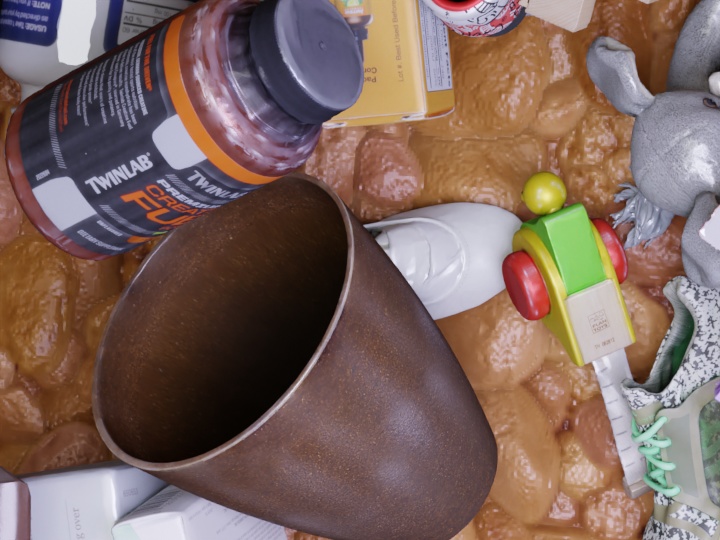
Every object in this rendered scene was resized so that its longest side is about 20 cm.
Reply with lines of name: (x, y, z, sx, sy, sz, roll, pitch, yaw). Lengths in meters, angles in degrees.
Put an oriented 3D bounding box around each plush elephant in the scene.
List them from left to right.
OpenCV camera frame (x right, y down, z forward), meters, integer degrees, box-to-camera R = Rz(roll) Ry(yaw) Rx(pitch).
plush elephant: (0.208, -0.076, 1.338, 0.200, 0.155, 0.165, -34, 81, 15)

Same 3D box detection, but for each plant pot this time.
plant pot: (-0.017, 0.075, 1.385, 0.187, 0.200, 0.187, -26, 44, 28)

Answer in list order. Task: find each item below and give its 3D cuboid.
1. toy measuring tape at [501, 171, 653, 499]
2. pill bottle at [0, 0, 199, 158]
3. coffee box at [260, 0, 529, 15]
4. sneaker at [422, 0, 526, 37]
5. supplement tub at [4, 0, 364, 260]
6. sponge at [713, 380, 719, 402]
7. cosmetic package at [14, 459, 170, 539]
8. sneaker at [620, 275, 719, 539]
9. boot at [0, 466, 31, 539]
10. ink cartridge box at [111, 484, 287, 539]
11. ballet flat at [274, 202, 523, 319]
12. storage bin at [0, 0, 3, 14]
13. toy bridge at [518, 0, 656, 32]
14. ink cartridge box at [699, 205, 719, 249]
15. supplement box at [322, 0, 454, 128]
toy measuring tape: (0.130, 0.034, 1.424, 0.073, 0.074, 0.200, -14, 107, 17)
pill bottle: (-0.156, -0.159, 1.473, 0.119, 0.120, 0.200, 11, 94, 17)
coffee box: (0.023, -0.205, 1.435, 0.200, 0.080, 0.115, -2, 91, 18)
sneaker: (0.077, -0.227, 1.320, 0.067, 0.108, 0.202, 13, 96, 14)
supplement tub: (-0.095, -0.085, 1.339, 0.200, 0.107, 0.107, -24, 83, 35)
sponge: (0.279, 0.016, 1.219, 0.111, 0.030, 0.200, 34, 111, -2)
cosmetic package: (-0.195, 0.205, 1.467, 0.200, 0.166, 0.168, -9, 88, 17)
sneaker: (0.177, 0.090, 1.378, 0.088, 0.077, 0.200, 16, 89, -22)
boot: (-0.180, 0.196, 1.348, 0.186, 0.064, 0.201, -5, 84, 16)
ink cartridge box: (-0.074, 0.218, 1.420, 0.050, 0.161, 0.200, -11, 96, 16)
ballet flat: (0.000, 0.000, 1.454, 0.200, 0.069, 0.070, -6, 89, 17)
storage bin: (-0.278, -0.209, 1.483, 0.134, 0.200, 0.146, 18, 96, 6)
toy bridge: (0.136, -0.169, 1.341, 0.067, 0.200, 0.027, 26, 117, 26)
ink cartridge box: (0.286, -0.026, 1.295, 0.200, 0.050, 0.161, 37, 85, -18)
supplement box: (0.006, -0.182, 1.365, 0.066, 0.069, 0.201, -3, 93, 19)
